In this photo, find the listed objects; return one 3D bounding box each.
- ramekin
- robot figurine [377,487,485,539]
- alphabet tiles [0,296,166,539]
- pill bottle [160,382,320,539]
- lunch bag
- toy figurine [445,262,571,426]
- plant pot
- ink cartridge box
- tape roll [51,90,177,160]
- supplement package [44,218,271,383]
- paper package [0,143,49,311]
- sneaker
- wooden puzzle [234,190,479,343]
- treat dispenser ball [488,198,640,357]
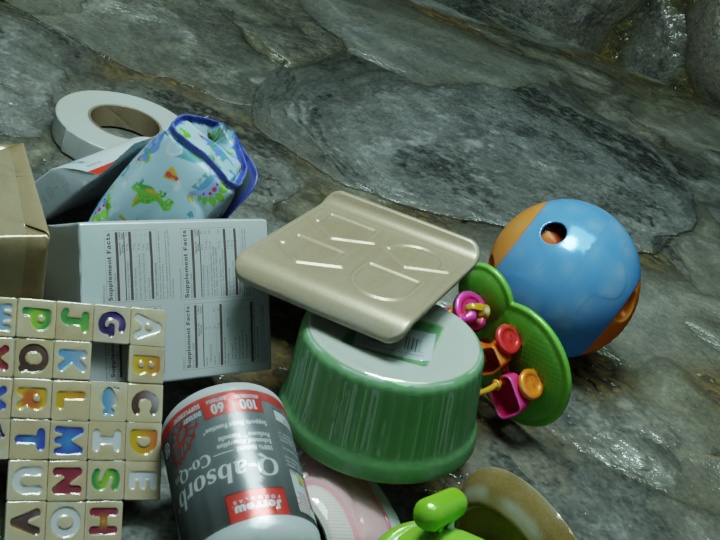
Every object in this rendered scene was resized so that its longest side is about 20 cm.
[{"bbox_3d":[0.024,0.100,1.049,0.196,0.099,0.201,9,27,-5],"label":"ramekin"},{"bbox_3d":[0.072,0.268,0.880,0.114,0.179,0.199,4,-1,-28],"label":"robot figurine"},{"bbox_3d":[-0.249,0.128,0.943,0.164,0.204,0.008,6,-13,-27],"label":"alphabet tiles"},{"bbox_3d":[-0.096,0.205,0.922,0.114,0.117,0.202,4,45,-27],"label":"pill bottle"},{"bbox_3d":[-0.216,-0.089,1.295,0.127,0.170,0.200,42,11,-12],"label":"lunch bag"},{"bbox_3d":[0.107,0.112,1.207,0.182,0.150,0.203,-23,86,-38],"label":"toy figurine"},{"bbox_3d":[0.134,0.263,0.919,0.027,0.203,0.200,-21,45,-25],"label":"plant pot"},{"bbox_3d":[-0.299,-0.138,1.341,0.048,0.199,0.160,57,32,-2],"label":"ink cartridge box"},{"bbox_3d":[-0.339,-0.196,1.572,0.199,0.038,0.204,16,28,-9],"label":"tape roll"},{"bbox_3d":[-0.210,0.028,1.087,0.197,0.154,0.151,-3,2,-37],"label":"supplement package"},{"bbox_3d":[-0.360,0.007,1.025,0.102,0.203,0.191,-1,33,-26],"label":"paper package"},{"bbox_3d":[-0.051,0.196,1.030,0.103,0.076,0.201,1,38,-41],"label":"sneaker"},{"bbox_3d":[0.000,0.000,1.080,0.183,0.047,0.200,21,32,20],"label":"wooden puzzle"},{"bbox_3d":[0.261,0.010,1.424,0.197,0.204,0.202,15,28,-8],"label":"treat dispenser ball"}]
